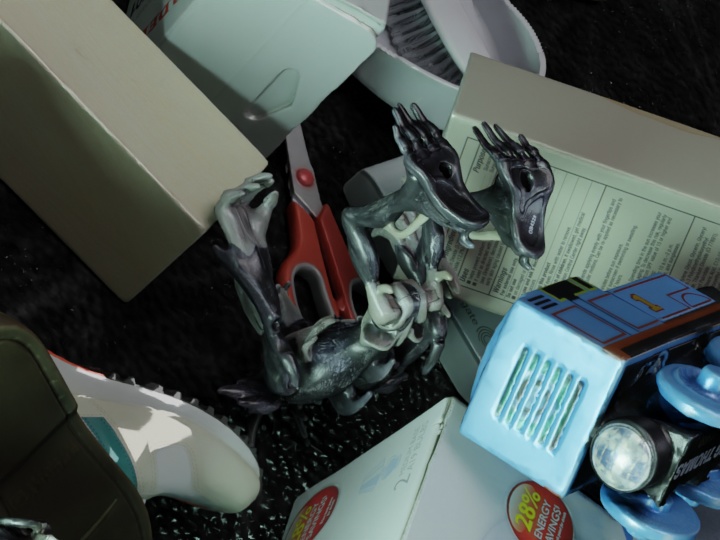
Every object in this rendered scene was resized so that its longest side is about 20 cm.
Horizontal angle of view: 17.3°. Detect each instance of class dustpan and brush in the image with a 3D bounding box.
[{"bbox_3d":[0.061,-0.102,1.259,0.139,0.057,0.200,-6,56,-40],"label":"dustpan and brush"}]

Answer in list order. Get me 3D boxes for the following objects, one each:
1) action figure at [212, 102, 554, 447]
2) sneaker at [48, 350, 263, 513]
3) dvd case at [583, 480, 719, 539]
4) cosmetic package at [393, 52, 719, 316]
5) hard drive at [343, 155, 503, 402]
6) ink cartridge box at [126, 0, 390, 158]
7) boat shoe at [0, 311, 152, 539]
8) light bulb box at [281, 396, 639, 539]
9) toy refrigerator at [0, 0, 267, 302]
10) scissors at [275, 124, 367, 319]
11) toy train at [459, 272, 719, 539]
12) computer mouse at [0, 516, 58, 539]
[{"bbox_3d":[0.000,0.000,1.071,0.119,0.200,0.102,-1,59,-39],"label":"action figure"},{"bbox_3d":[-0.137,0.082,1.010,0.200,0.070,0.094,27,69,-28],"label":"sneaker"},{"bbox_3d":[0.212,0.104,1.136,0.149,0.016,0.200,36,35,21],"label":"dvd case"},{"bbox_3d":[0.128,-0.020,1.163,0.200,0.104,0.073,20,33,0],"label":"cosmetic package"},{"bbox_3d":[0.094,-0.018,1.282,0.200,0.027,0.132,-21,77,-45],"label":"hard drive"},{"bbox_3d":[-0.044,-0.170,1.181,0.086,0.146,0.200,28,48,-20],"label":"ink cartridge box"},{"bbox_3d":[-0.137,0.081,0.930,0.072,0.200,0.068,-37,46,-28],"label":"boat shoe"},{"bbox_3d":[0.055,0.201,1.034,0.200,0.125,0.198,37,45,-16],"label":"light bulb box"},{"bbox_3d":[-0.144,-0.090,1.099,0.200,0.076,0.070,45,44,-6],"label":"toy refrigerator"},{"bbox_3d":[-0.032,-0.036,1.199,0.073,0.014,0.200,-8,70,-40],"label":"scissors"},{"bbox_3d":[0.133,0.051,1.054,0.114,0.087,0.200,33,23,22],"label":"toy train"},{"bbox_3d":[-0.120,0.171,0.905,0.053,0.138,0.200,-37,110,-42],"label":"computer mouse"}]
